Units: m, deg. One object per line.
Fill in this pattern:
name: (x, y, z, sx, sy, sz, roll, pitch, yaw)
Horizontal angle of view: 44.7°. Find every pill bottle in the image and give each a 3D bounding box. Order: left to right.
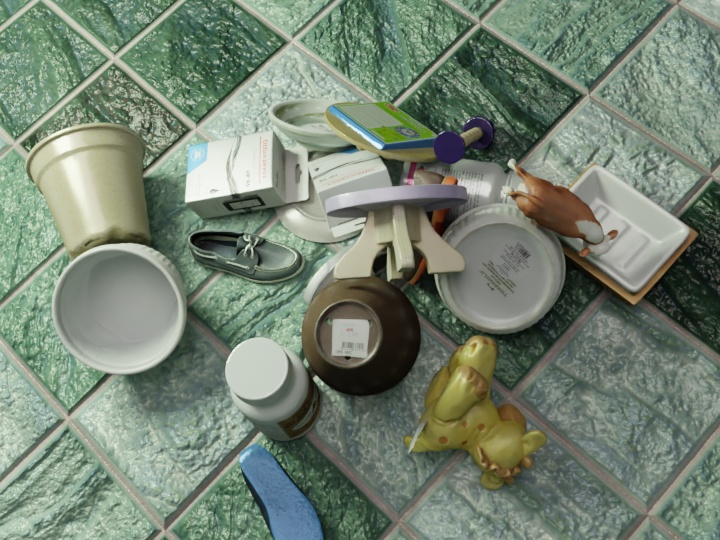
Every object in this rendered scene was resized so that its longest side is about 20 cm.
pill bottle: (-0.127, 0.171, 1.272, 0.114, 0.200, 0.115, -3, 66, 7)
pill bottle: (0.168, -0.121, 1.407, 0.199, 0.113, 0.114, 9, 68, 13)

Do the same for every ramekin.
ramekin: (-0.365, 0.052, 1.366, 0.199, 0.105, 0.201, 0, 102, -1)
ramekin: (0.206, 0.001, 1.305, 0.199, 0.105, 0.201, 1, 97, 9)

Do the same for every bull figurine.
bull figurine: (0.283, -0.087, 1.261, 0.065, 0.200, 0.121, -53, 41, 11)

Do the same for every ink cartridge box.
ink cartridge box: (-0.192, -0.166, 1.492, 0.199, 0.068, 0.116, -9, 65, 13)
ink cartridge box: (-0.011, -0.131, 1.379, 0.115, 0.067, 0.200, -19, 25, -1)

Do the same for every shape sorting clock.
shape sorting clock: (0.038, -0.221, 1.398, 0.199, 0.039, 0.200, 11, 32, -7)

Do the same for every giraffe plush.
giraffe plush: (0.175, 0.218, 1.246, 0.162, 0.173, 0.200, 32, 62, -2)

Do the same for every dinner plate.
dinner plate: (-0.054, -0.141, 1.500, 0.199, 0.024, 0.201, -3, 67, 7)

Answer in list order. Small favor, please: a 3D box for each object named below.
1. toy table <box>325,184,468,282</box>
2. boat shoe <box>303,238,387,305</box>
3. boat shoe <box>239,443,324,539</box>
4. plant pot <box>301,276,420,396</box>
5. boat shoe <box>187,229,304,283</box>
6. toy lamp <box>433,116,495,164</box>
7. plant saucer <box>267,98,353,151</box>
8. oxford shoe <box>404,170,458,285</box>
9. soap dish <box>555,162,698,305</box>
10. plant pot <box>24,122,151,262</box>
toy table: (0.055, -0.050, 1.227, 0.199, 0.184, 0.118, -5, 84, 7)
boat shoe: (0.000, 0.000, 1.406, 0.200, 0.072, 0.066, -37, 63, -17)
boat shoe: (-0.106, 0.341, 1.270, 0.084, 0.069, 0.200, -23, 65, -12)
plant pot: (-0.007, 0.094, 1.262, 0.186, 0.200, 0.188, 0, 86, 4)
boat shoe: (-0.192, -0.028, 1.447, 0.199, 0.062, 0.073, 9, 68, 12)
toy lamp: (0.174, -0.214, 1.419, 0.058, 0.200, 0.058, 8, 110, 25)
plant saucer: (-0.059, -0.243, 1.495, 0.199, 0.050, 0.200, 5, 25, -3)
oxford shoe: (0.092, -0.068, 1.362, 0.072, 0.201, 0.071, 22, 33, 10)
soap dish: (0.391, -0.054, 1.362, 0.200, 0.081, 0.157, 40, 77, 22)
plant pot: (-0.432, -0.111, 1.451, 0.200, 0.201, 0.184, -21, 70, -1)
